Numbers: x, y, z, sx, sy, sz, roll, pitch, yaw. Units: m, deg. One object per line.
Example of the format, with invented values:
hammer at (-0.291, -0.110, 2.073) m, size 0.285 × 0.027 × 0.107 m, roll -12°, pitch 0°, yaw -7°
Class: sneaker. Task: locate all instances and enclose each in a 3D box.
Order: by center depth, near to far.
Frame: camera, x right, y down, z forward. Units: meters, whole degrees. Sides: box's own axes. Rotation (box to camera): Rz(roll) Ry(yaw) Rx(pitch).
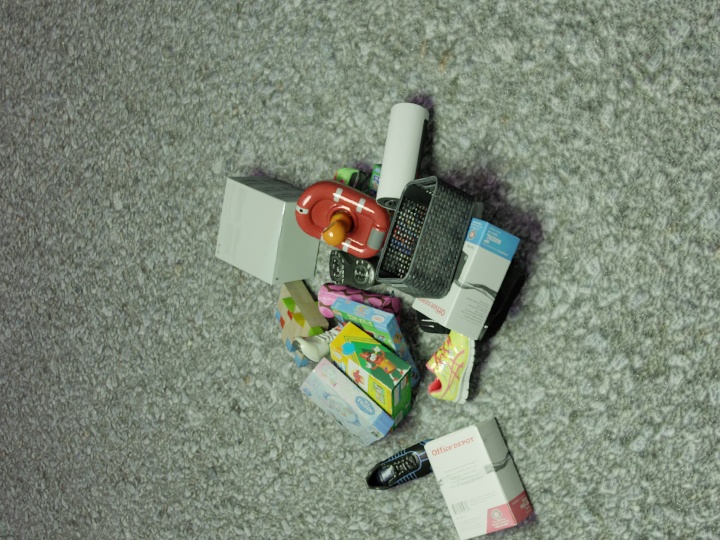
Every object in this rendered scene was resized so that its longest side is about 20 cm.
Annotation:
sneaker at (0.250, 0.033, 1.610) m, size 0.104 × 0.059 × 0.202 m, roll 40°, pitch 116°, yaw 30°
sneaker at (0.176, 0.175, 1.638) m, size 0.088 × 0.078 × 0.204 m, roll 3°, pitch 113°, yaw -4°
sneaker at (0.091, 0.423, 1.777) m, size 0.199 × 0.077 × 0.071 m, roll -39°, pitch 72°, yaw 36°
sneaker at (-0.021, -0.128, 1.798) m, size 0.077 × 0.082 × 0.203 m, roll -121°, pitch 31°, yaw -45°
sneaker at (0.000, 0.000, 1.799) m, size 0.199 × 0.089 × 0.078 m, roll 21°, pitch 110°, yaw 54°
sneaker at (-0.067, 0.150, 1.802) m, size 0.070 × 0.198 × 0.095 m, roll 35°, pitch 98°, yaw 39°

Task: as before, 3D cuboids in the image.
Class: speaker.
speaker at (0.084, -0.225, 1.653) m, size 0.080 × 0.081 × 0.205 m, roll -1°, pitch 73°, yaw 39°

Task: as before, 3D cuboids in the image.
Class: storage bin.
storage bin at (0.119, -0.059, 1.537) m, size 0.135 × 0.092 × 0.204 m, roll -1°, pitch 68°, yaw 65°

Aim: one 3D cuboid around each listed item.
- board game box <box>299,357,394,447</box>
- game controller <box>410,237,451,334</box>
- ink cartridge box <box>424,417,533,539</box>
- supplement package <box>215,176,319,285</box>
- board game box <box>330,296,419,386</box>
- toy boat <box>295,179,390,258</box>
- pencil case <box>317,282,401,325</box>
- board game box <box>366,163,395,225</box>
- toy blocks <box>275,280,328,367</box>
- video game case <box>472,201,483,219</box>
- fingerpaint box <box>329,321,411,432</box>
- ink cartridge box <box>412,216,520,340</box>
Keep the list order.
board game box at (-0.033, 0.286, 1.777) m, size 0.198 × 0.044 × 0.200 m, roll 41°, pitch 158°, yaw 2°
game controller at (0.154, 0.032, 1.659) m, size 0.102 × 0.042 × 0.205 m, roll 4°, pitch 108°, yaw 32°
ink cartridge box at (0.234, 0.413, 1.654) m, size 0.145 × 0.082 × 0.204 m, roll -29°, pitch 78°, yaw 38°
supplement package at (-0.208, -0.097, 1.912) m, size 0.198 × 0.146 × 0.195 m, roll 24°, pitch 110°, yaw 35°
board game box at (0.033, 0.151, 1.744) m, size 0.149 × 0.037 × 0.202 m, roll 16°, pitch 145°, yaw 37°
toy boat at (-0.043, -0.094, 1.689) m, size 0.197 × 0.131 × 0.132 m, roll 24°, pitch 121°, yaw 6°
pencil case at (-0.007, 0.076, 1.804) m, size 0.197 × 0.093 × 0.093 m, roll 9°, pitch 91°, yaw 38°
board game box at (0.087, -0.118, 1.713) m, size 0.199 × 0.029 × 0.137 m, roll 33°, pitch 116°, yaw 36°
toy blocks at (-0.142, 0.127, 1.927) m, size 0.201 × 0.098 × 0.138 m, roll 55°, pitch 139°, yaw 38°
video game case at (0.160, -0.051, 1.694) m, size 0.180 × 0.023 × 0.205 m, roll 15°, pitch 106°, yaw 38°
fingerpaint box at (0.024, 0.224, 1.735) m, size 0.165 × 0.073 × 0.202 m, roll 33°, pitch 153°, yaw 24°
ink cartridge box at (0.193, 0.007, 1.541) m, size 0.203 × 0.082 × 0.145 m, roll -67°, pitch 25°, yaw 3°
